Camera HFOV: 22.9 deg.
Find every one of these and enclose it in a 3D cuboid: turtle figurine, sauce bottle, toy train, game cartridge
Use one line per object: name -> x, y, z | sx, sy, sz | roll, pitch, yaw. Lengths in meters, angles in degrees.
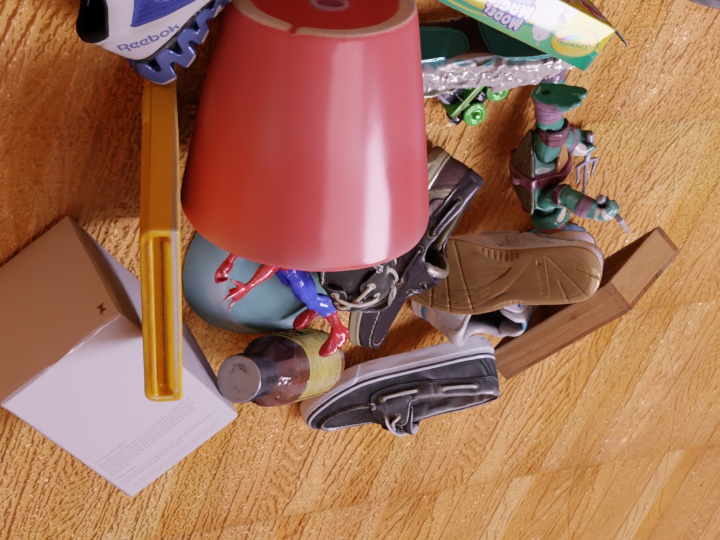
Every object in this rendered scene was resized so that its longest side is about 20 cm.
turtle figurine -> 0.182, -0.095, 1.590 | 0.100, 0.150, 0.201 | -12, 131, -3
sauce bottle -> -0.070, 0.086, 1.561 | 0.066, 0.066, 0.200 | -45, 169, 11
toy train -> 0.135, -0.205, 1.503 | 0.200, 0.042, 0.056 | -47, 132, 12
game cartridge -> -0.150, -0.034, 1.328 | 0.032, 0.201, 0.177 | -2, 134, -7

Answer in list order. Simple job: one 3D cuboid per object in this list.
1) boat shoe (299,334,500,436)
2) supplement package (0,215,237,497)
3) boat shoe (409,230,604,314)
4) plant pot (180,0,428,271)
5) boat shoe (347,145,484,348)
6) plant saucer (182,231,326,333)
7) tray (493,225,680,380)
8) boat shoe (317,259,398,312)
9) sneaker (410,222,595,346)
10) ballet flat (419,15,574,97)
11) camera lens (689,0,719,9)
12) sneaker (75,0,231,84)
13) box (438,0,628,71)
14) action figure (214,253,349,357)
boat shoe -> 0.039, 0.123, 1.711 | 0.198, 0.072, 0.072 | -20, 155, 7
supplement package -> -0.212, 0.073, 1.448 | 0.121, 0.120, 0.200 | -36, 143, 3
boat shoe -> 0.127, -0.002, 1.636 | 0.069, 0.198, 0.072 | -45, 135, -66
plant pot -> -0.035, -0.124, 1.339 | 0.199, 0.200, 0.179 | -12, 125, -29
boat shoe -> 0.048, -0.010, 1.585 | 0.073, 0.064, 0.201 | -34, 150, -62
plant saucer -> -0.058, -0.012, 1.552 | 0.198, 0.036, 0.201 | -22, 141, -19
tray -> 0.210, 0.034, 1.690 | 0.099, 0.037, 0.200 | -44, -176, -37
boat shoe -> 0.000, 0.000, 1.460 | 0.070, 0.064, 0.200 | -8, 172, 10
sneaker -> 0.152, 0.022, 1.717 | 0.199, 0.087, 0.075 | -24, 140, -19
ballet flat -> 0.090, -0.174, 1.459 | 0.198, 0.072, 0.072 | -5, 136, -8
camera lens -> 0.290, -0.318, 1.406 | 0.159, 0.160, 0.200 | -37, 143, 1
sneaker -> -0.137, -0.222, 1.231 | 0.115, 0.081, 0.200 | 10, 124, -47
box -> 0.114, -0.225, 1.379 | 0.199, 0.118, 0.049 | 17, 120, -36
action figure -> -0.078, 0.014, 1.479 | 0.099, 0.065, 0.201 | -38, 144, -14
